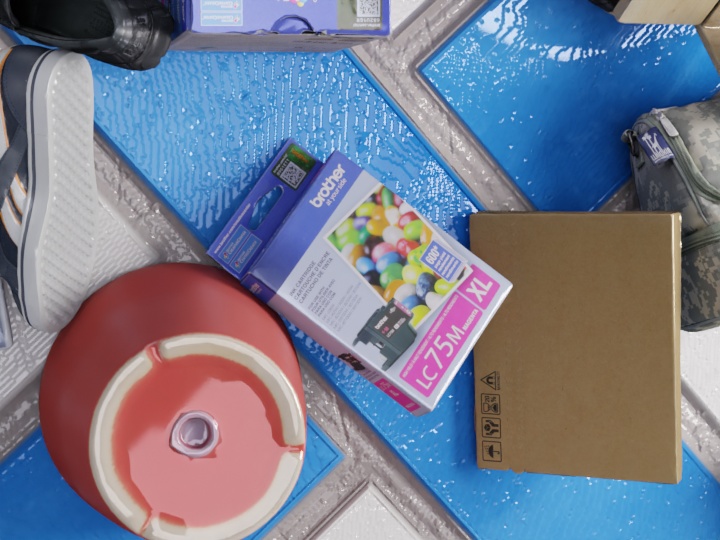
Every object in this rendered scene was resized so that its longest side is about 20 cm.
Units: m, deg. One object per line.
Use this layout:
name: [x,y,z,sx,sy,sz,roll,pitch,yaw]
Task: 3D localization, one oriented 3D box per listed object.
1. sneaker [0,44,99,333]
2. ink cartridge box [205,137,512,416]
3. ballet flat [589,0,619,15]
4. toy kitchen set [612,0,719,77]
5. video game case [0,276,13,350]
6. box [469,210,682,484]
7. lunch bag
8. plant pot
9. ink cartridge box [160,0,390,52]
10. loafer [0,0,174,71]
sneaker: [-0.232,-0.059,1.060,0.079,0.078,0.202,12,108,22]
ink cartridge box: [0.000,0.000,1.108,0.200,0.042,0.120,36,71,-3]
ballet flat: [0.140,-0.259,1.146,0.200,0.057,0.067,36,60,-19]
toy kitchen set: [0.302,-0.224,1.065,0.199,0.181,0.164,-3,59,-27]
video game case: [-0.351,-0.027,1.062,0.181,0.023,0.202,-10,98,-12]
box: [0.161,0.056,1.139,0.162,0.021,0.202,1,97,27]
lunch bag: [0.311,-0.058,1.159,0.199,0.139,0.169,-15,81,-13]
plant pot: [-0.122,0.100,1.049,0.199,0.177,0.202,-1,95,-12]
ink cartridge box: [-0.058,-0.189,1.021,0.135,0.200,0.077,-1,96,-13]
loafer: [-0.215,-0.189,1.009,0.200,0.070,0.068,27,100,24]
